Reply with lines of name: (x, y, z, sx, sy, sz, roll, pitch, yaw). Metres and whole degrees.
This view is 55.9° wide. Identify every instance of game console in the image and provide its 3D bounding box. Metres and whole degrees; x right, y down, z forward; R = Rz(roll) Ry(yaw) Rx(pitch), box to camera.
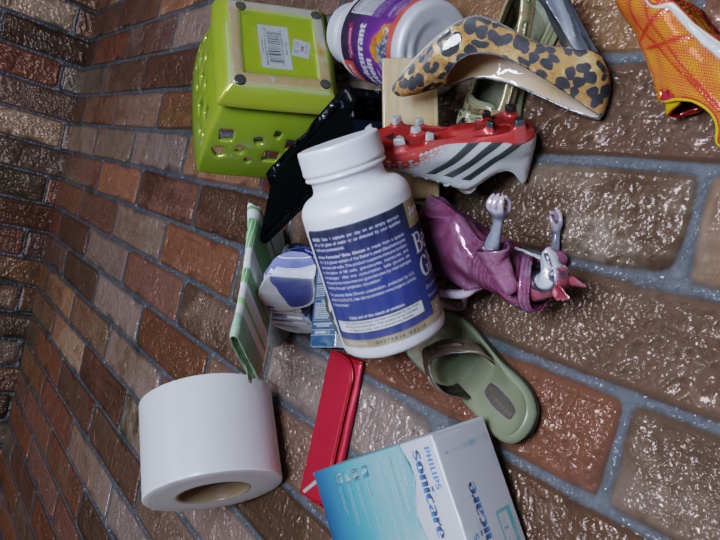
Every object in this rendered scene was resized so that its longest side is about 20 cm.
game console: (-0.035, -0.134, 0.897, 0.199, 0.174, 0.118, -36, 70, 41)

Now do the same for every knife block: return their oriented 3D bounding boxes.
knife block: (0.057, -0.110, 0.764, 0.202, 0.063, 0.178, 88, -179, -47)

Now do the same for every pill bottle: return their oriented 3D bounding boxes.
pill bottle: (0.038, -0.294, 0.870, 0.199, 0.110, 0.113, 35, 108, 51)
pill bottle: (0.007, -0.028, 0.661, 0.110, 0.110, 0.203, 3, 115, 53)

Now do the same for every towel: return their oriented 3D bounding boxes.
towel: (-0.144, 0.031, 0.917, 0.153, 0.023, 0.203, 85, -172, -58)

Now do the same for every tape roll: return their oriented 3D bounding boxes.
tape roll: (-0.219, 0.255, 0.990, 0.202, 0.200, 0.141, -41, 51, 39)

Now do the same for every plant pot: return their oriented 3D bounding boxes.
plant pot: (-0.136, -0.266, 0.981, 0.182, 0.195, 0.203, 127, 139, -60)

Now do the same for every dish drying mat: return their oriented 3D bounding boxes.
dish drying mat: (-0.040, 0.213, 0.914, 0.076, 0.018, 0.204, 12, 91, 54)

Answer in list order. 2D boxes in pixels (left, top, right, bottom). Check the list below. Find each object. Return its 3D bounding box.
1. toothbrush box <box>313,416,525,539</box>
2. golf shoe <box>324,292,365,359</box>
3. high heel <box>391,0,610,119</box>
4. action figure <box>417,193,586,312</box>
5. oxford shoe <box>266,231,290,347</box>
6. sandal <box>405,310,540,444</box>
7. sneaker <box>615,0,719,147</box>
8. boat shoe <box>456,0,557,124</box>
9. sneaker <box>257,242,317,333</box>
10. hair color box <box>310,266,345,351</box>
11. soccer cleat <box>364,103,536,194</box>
toothbrush box: (0.056, 0.251, 0.697, 0.199, 0.084, 0.149, -34, 70, 45)
golf shoe: (-0.003, 0.000, 0.759, 0.088, 0.076, 0.204, 156, 102, -73)
high heel: (0.139, -0.181, 0.672, 0.198, 0.071, 0.145, -26, 83, 13)
action figure: (0.126, -0.002, 0.657, 0.200, 0.132, 0.151, 36, 110, 53)
oxford shoe: (-0.140, 0.027, 1.074, 0.071, 0.070, 0.204, 116, 151, -66)
sandal: (0.106, 0.102, 0.717, 0.201, 0.057, 0.081, 38, 111, 50)
sneaker: (0.267, -0.179, 0.572, 0.078, 0.072, 0.202, -59, 37, 39)
boat shoe: (0.146, -0.201, 0.741, 0.073, 0.062, 0.203, 48, 118, 47)
sneaker: (-0.092, 0.002, 0.947, 0.200, 0.079, 0.117, 97, 179, -66)
hair color box: (0.000, 0.000, 0.850, 0.060, 0.099, 0.204, -7, 75, 53)
soccer cleat: (0.085, -0.117, 0.709, 0.069, 0.196, 0.086, -93, -6, -53)
